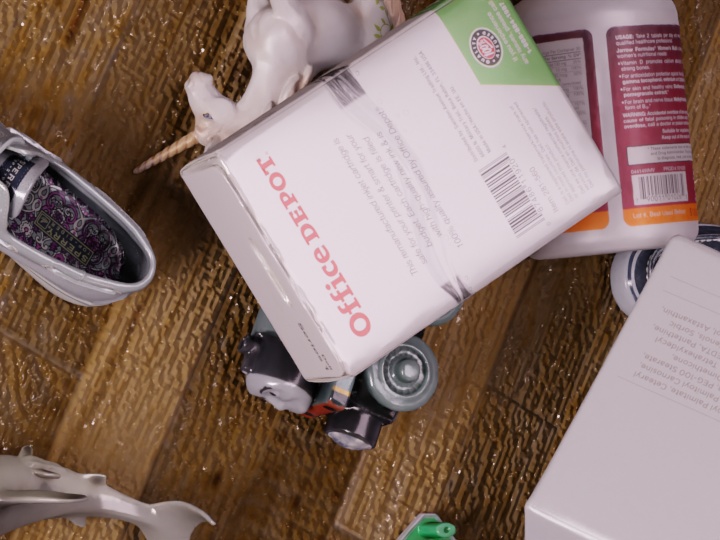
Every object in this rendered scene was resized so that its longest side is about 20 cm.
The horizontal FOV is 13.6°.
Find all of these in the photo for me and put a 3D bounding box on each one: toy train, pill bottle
[{"bbox_3d":[0.000,0.000,1.756,0.114,0.085,0.201,23,76,-17],"label":"toy train"},{"bbox_3d":[0.143,-0.111,1.836,0.109,0.109,0.201,-5,89,-33],"label":"pill bottle"}]

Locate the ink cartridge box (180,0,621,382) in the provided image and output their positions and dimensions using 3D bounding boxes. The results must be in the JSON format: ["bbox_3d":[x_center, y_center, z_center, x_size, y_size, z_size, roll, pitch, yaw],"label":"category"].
[{"bbox_3d":[0.021,-0.050,1.679,0.200,0.084,0.147,-33,97,-19],"label":"ink cartridge box"}]

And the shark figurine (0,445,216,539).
[{"bbox_3d":[-0.186,0.142,1.635,0.214,0.128,0.090,10,106,-50],"label":"shark figurine"}]

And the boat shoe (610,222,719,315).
[{"bbox_3d":[0.259,0.003,1.915,0.199,0.091,0.071,2,85,-33],"label":"boat shoe"}]

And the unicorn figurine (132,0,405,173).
[{"bbox_3d":[-0.040,-0.141,1.737,0.199,0.074,0.138,-13,96,-35],"label":"unicorn figurine"}]

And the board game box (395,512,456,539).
[{"bbox_3d":[0.041,0.282,1.789,0.200,0.026,0.200,-46,111,-27],"label":"board game box"}]

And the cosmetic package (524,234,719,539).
[{"bbox_3d":[0.213,0.123,1.794,0.166,0.168,0.201,25,68,14],"label":"cosmetic package"}]

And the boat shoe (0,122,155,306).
[{"bbox_3d":[-0.191,-0.049,1.633,0.200,0.071,0.070,36,68,-26],"label":"boat shoe"}]
